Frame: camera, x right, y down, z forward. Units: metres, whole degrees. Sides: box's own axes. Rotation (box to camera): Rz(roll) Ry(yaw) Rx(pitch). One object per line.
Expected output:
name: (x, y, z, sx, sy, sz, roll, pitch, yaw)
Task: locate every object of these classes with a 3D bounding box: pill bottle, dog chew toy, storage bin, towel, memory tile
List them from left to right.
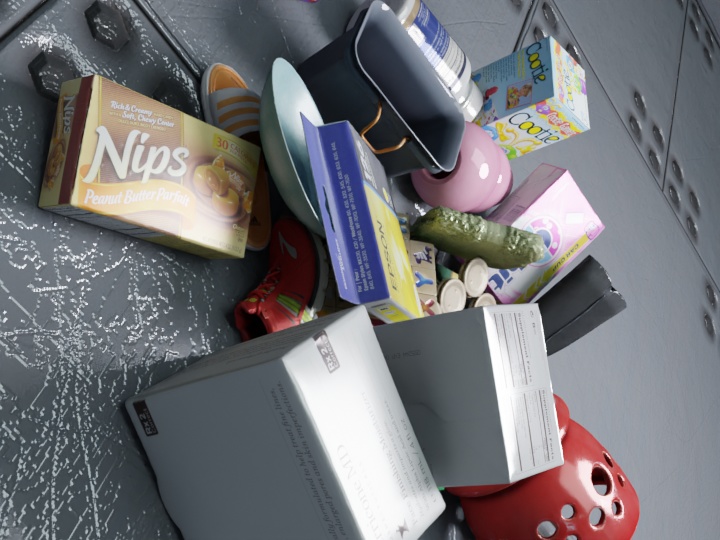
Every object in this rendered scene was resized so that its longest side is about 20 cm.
storage bin: (0.011, -0.190, 1.118, 0.200, 0.134, 0.146, 46, 43, -29)
pill bottle: (0.080, -0.281, 1.266, 0.200, 0.110, 0.112, 42, 45, -34)
memory tile: (0.105, 0.090, 1.143, 0.200, 0.017, 0.154, -37, 121, -36)
dog chew toy: (0.152, -0.135, 1.296, 0.200, 0.124, 0.125, 10, 67, -59)
towel: (0.138, -0.040, 1.156, 0.147, 0.200, 0.037, 18, 86, -4)

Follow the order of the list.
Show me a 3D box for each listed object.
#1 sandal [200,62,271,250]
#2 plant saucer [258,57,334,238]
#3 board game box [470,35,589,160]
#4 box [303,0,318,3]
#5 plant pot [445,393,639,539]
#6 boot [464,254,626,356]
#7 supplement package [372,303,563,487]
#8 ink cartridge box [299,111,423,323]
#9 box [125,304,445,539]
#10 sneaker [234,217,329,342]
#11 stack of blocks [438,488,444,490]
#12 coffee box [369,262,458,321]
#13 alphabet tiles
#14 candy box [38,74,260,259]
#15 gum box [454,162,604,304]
sandal: (-0.112, -0.127, 0.992, 0.079, 0.059, 0.208, -1, 76, -53)
plant saucer: (-0.064, -0.116, 0.960, 0.201, 0.038, 0.202, -19, 90, -77)
board game box: (0.215, -0.233, 1.345, 0.103, 0.199, 0.106, 28, 55, -43)
box: (-0.121, -0.403, 1.117, 0.199, 0.039, 0.138, -9, 83, -53)
plant pot: (0.211, 0.257, 1.131, 0.183, 0.200, 0.201, 57, 39, -14)
boot: (0.243, 0.048, 1.263, 0.165, 0.199, 0.066, 50, 9, -36)
supplement package: (0.073, 0.124, 0.898, 0.111, 0.199, 0.157, 0, 80, -52)
ink cartridge box: (0.006, -0.050, 0.981, 0.200, 0.047, 0.199, 41, 35, -71)
box: (-0.065, 0.161, 0.810, 0.131, 0.199, 0.200, -30, 100, -54)
sneaker: (-0.086, 0.033, 0.944, 0.085, 0.077, 0.201, 17, 64, -34)
stack of blocks: (0.008, 0.214, 1.000, 0.199, 0.058, 0.116, 12, 66, -50)
coffee box: (0.053, 0.033, 1.149, 0.199, 0.044, 0.124, 28, 56, -43)
alphabet tiles: (0.000, 0.000, 1.061, 0.199, 0.006, 0.168, 10, 66, -24)
candy box: (-0.187, -0.088, 0.863, 0.199, 0.055, 0.116, 19, 75, -47)
gum box: (0.233, -0.040, 1.316, 0.200, 0.066, 0.114, -43, 116, -6)
